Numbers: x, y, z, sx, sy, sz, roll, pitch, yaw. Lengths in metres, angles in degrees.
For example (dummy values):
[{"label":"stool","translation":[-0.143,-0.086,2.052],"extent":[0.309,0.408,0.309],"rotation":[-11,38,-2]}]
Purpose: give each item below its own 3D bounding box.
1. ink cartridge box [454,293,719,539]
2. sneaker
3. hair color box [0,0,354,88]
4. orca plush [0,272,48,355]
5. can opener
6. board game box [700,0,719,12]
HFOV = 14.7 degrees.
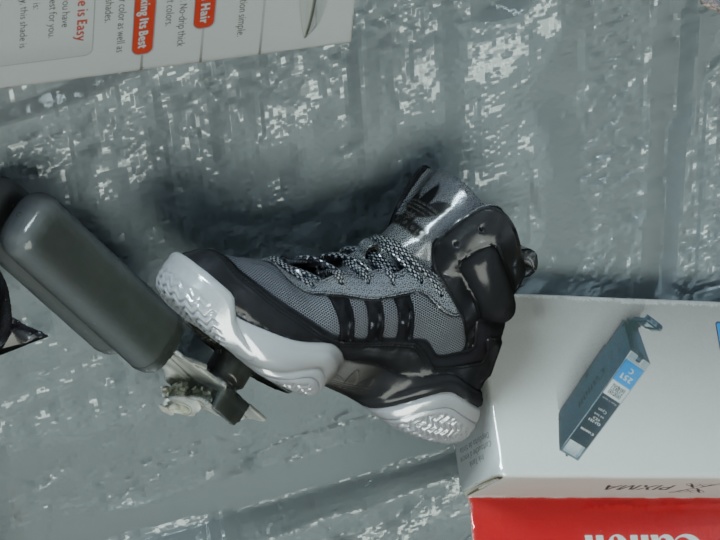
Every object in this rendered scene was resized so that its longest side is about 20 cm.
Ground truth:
[{"label":"ink cartridge box","translation":[0.143,0.103,1.361],"extent":[0.199,0.177,0.045],"rotation":[2,160,-27]},{"label":"sneaker","translation":[0.000,0.000,1.246],"extent":[0.200,0.075,0.114],"rotation":[25,96,-45]},{"label":"hair color box","translation":[-0.100,-0.136,1.085],"extent":[0.199,0.064,0.111],"rotation":[-8,136,-16]},{"label":"orca plush","translation":[-0.202,-0.004,1.137],"extent":[0.105,0.071,0.200],"rotation":[7,144,15]},{"label":"can opener","translation":[-0.101,0.013,1.256],"extent":[0.200,0.053,0.067],"rotation":[40,74,-47]},{"label":"board game box","translation":[0.250,-0.164,1.083],"extent":[0.200,0.159,0.097],"rotation":[-48,153,-38]}]
